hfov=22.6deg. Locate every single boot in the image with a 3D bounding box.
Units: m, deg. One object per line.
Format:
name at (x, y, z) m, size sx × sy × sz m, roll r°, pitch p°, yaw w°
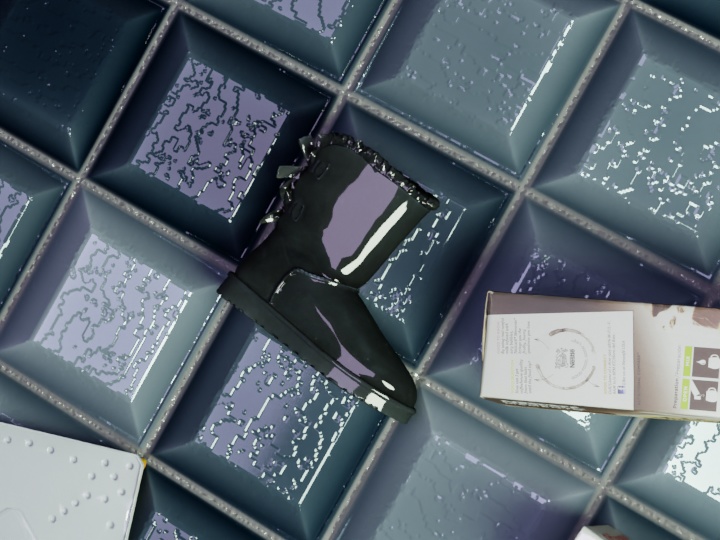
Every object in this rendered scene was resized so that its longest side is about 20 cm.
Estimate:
boot at (0.001, 0.000, 1.385) m, size 0.198 × 0.073 × 0.162 m, roll 37°, pitch 90°, yaw 17°

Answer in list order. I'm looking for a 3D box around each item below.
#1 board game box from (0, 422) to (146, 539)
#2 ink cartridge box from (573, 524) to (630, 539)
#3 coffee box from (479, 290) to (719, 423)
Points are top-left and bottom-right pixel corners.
board game box at (-0.283, 0.227, 1.456) m, size 0.200 × 0.026 × 0.200 m, roll 11°, pitch 87°, yaw 17°
ink cartridge box at (0.223, 0.263, 1.250) m, size 0.200 × 0.147 × 0.083 m, roll 33°, pitch 92°, yaw 16°
coffee box at (0.195, 0.065, 1.299) m, size 0.200 × 0.113 × 0.080 m, roll 4°, pitch 84°, yaw 15°
